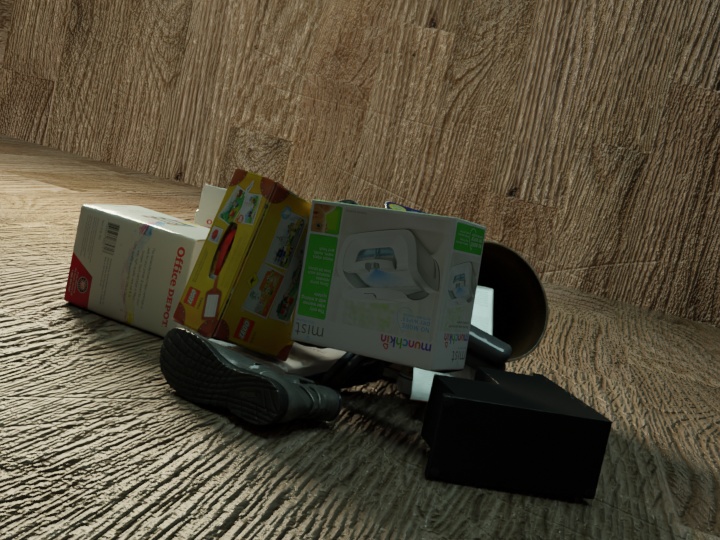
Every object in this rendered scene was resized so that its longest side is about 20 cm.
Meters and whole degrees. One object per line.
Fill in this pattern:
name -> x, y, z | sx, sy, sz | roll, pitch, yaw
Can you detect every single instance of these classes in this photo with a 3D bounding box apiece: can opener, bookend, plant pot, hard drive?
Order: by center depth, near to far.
bookend -> 0.152, 0.175, 1.081 | 0.199, 0.093, 0.199 | 10, 7, -14
can opener -> 0.094, 0.083, 1.198 | 0.199, 0.054, 0.067 | 28, 36, 19
hard drive -> -0.109, 0.116, 1.280 | 0.131, 0.026, 0.200 | 17, 8, 25
plant pot -> 0.162, 0.076, 1.462 | 0.186, 0.188, 0.200 | 11, -23, -20

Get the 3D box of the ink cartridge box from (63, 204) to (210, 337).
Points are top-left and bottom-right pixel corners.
ink cartridge box -> -0.294, -0.001, 1.342 | 0.199, 0.146, 0.144 | 18, 9, 21

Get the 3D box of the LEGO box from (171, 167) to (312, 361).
LEGO box -> -0.124, -0.003, 1.159 | 0.077, 0.201, 0.149 | 20, -5, 37

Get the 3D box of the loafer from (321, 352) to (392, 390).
loafer -> 0.022, 0.118, 1.262 | 0.063, 0.072, 0.200 | 48, 35, 5

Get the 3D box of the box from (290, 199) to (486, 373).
box -> 0.033, 0.017, 1.116 | 0.199, 0.178, 0.097 | 11, 1, 31

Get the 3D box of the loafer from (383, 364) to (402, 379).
loafer -> 0.109, 0.139, 1.359 | 0.199, 0.063, 0.072 | 14, 9, 3

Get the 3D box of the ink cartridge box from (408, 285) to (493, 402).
ink cartridge box -> 0.121, 0.107, 1.255 | 0.108, 0.051, 0.201 | 8, 51, -1

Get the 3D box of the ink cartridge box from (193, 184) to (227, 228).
ink cartridge box -> -0.212, -0.029, 1.477 | 0.116, 0.201, 0.067 | 14, 8, -2

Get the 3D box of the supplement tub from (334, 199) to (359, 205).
supplement tub -> 0.000, 0.000, 1.423 | 0.200, 0.123, 0.122 | 54, 25, 21

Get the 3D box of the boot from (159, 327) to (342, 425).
boot -> -0.128, 0.129, 1.070 | 0.199, 0.070, 0.131 | 27, 7, 32

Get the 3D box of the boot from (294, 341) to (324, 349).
boot -> -0.050, 0.033, 1.297 | 0.165, 0.073, 0.200 | 2, 34, 25

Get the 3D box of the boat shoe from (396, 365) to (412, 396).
boat shoe -> 0.151, 0.160, 1.289 | 0.199, 0.062, 0.072 | 13, 8, -5

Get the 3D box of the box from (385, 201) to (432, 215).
box -> 0.088, -0.029, 1.312 | 0.120, 0.033, 0.200 | 16, 29, -8
